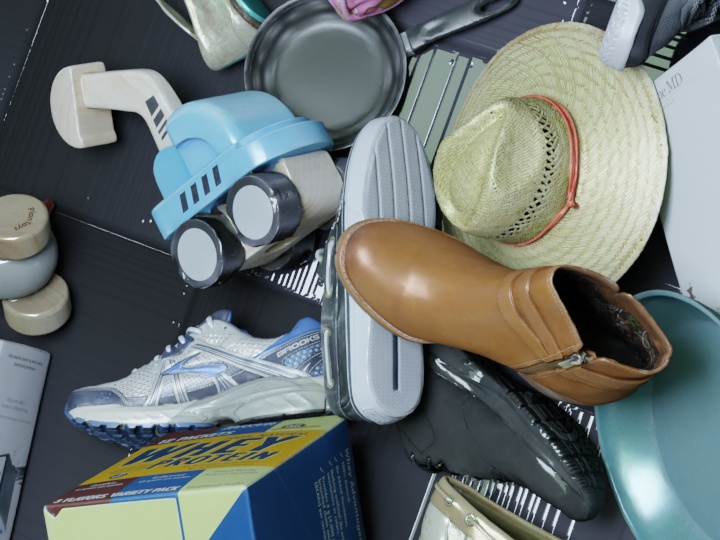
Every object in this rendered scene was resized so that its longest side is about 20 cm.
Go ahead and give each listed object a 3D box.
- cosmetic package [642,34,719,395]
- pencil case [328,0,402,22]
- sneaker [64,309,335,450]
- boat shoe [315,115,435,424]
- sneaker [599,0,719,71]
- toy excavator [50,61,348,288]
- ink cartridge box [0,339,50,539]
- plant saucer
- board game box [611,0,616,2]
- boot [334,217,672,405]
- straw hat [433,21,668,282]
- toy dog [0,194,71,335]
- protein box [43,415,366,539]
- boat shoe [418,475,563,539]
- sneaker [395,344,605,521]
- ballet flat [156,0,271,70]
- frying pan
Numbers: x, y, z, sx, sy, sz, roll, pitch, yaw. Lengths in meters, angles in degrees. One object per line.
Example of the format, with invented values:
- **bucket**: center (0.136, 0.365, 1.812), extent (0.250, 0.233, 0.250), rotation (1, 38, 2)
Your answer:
- **cosmetic package**: center (0.247, -0.038, 1.408), extent (0.081, 0.113, 0.201), rotation (-9, 73, -27)
- **pencil case**: center (-0.033, -0.260, 1.562), extent (0.082, 0.087, 0.200), rotation (-28, 61, -21)
- **sneaker**: center (-0.106, 0.075, 1.558), extent (0.198, 0.077, 0.086), rotation (-6, 69, 12)
- **boat shoe**: center (0.000, 0.000, 1.470), extent (0.071, 0.072, 0.202), rotation (-8, 73, 45)
- **sneaker**: center (0.240, -0.178, 1.431), extent (0.114, 0.076, 0.200), rotation (35, 59, 13)
- **toy excavator**: center (-0.112, -0.085, 1.550), extent (0.194, 0.100, 0.201), rotation (-34, 77, 40)
- **ink cartridge box**: center (-0.320, 0.138, 1.610), extent (0.145, 0.086, 0.202), rotation (10, 86, 22)
- **plant saucer**: center (0.214, 0.107, 1.393), extent (0.036, 0.200, 0.201), rotation (-13, 72, -26)
- **board game box**: center (0.132, -0.304, 1.458), extent (0.043, 0.199, 0.200), rotation (25, 91, 48)
- **boot**: center (0.086, 0.021, 1.370), extent (0.199, 0.155, 0.077), rotation (35, 76, -6)
- **straw hat**: center (0.095, -0.064, 1.451), extent (0.200, 0.085, 0.203), rotation (-5, 83, 45)
- **toy dog**: center (-0.294, -0.024, 1.619), extent (0.199, 0.097, 0.132), rotation (18, 129, -6)
- **protein box**: center (-0.083, 0.213, 1.425), extent (0.134, 0.200, 0.200), rotation (-7, 96, 18)
- **boat shoe**: center (0.132, 0.192, 1.434), extent (0.199, 0.073, 0.064), rotation (20, 103, 19)
- **sneaker**: center (0.078, 0.106, 1.484), extent (0.200, 0.076, 0.091), rotation (42, 103, 30)
- **ballet flat**: center (-0.136, -0.230, 1.616), extent (0.062, 0.067, 0.201), rotation (-39, 70, 21)
- **frying pan**: center (0.005, -0.161, 1.569), extent (0.190, 0.031, 0.115), rotation (-41, 75, -2)
